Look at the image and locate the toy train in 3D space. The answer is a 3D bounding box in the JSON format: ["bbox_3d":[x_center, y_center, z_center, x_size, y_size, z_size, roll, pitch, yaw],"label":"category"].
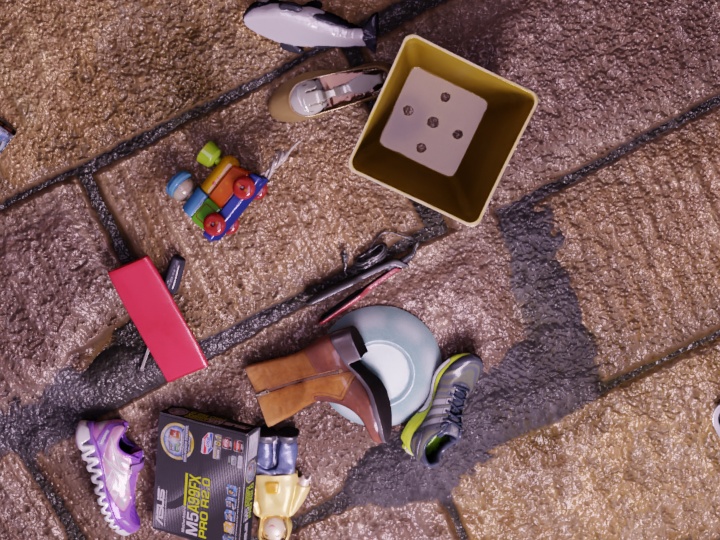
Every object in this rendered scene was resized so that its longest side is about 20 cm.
[{"bbox_3d":[-0.192,-0.152,1.546,0.116,0.085,0.200,41,99,5],"label":"toy train"}]

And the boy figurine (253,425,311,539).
[{"bbox_3d":[-0.142,0.350,1.658,0.124,0.064,0.201,4,99,-4],"label":"boy figurine"}]

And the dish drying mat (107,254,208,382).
[{"bbox_3d":[-0.311,0.075,1.601,0.076,0.018,0.201,-22,108,11],"label":"dish drying mat"}]

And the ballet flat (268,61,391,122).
[{"bbox_3d":[-0.043,-0.266,1.525,0.199,0.063,0.069,-17,101,4],"label":"ballet flat"}]

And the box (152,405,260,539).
[{"bbox_3d":[-0.244,0.328,1.634,0.159,0.044,0.201,11,103,19],"label":"box"}]

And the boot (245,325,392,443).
[{"bbox_3d":[-0.065,0.203,1.594,0.199,0.068,0.189,-24,95,20],"label":"boot"}]

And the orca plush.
[{"bbox_3d":[-0.066,-0.371,1.497,0.199,0.105,0.071,4,62,22],"label":"orca plush"}]

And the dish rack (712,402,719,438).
[{"bbox_3d":[0.663,0.260,1.652,0.171,0.044,0.201,-29,101,7],"label":"dish rack"}]

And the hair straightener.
[{"bbox_3d":[0.000,0.000,1.593,0.199,0.041,0.077,-32,101,7],"label":"hair straightener"}]

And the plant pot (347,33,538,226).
[{"bbox_3d":[0.109,-0.205,1.481,0.199,0.176,0.201,24,101,-6],"label":"plant pot"}]

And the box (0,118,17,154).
[{"bbox_3d":[-0.630,-0.211,1.525,0.200,0.040,0.137,37,100,-21],"label":"box"}]

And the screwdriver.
[{"bbox_3d":[-0.309,0.069,1.620,0.029,0.028,0.201,6,111,-31],"label":"screwdriver"}]

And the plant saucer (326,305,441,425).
[{"bbox_3d":[0.030,0.157,1.628,0.200,0.039,0.202,0,103,0],"label":"plant saucer"}]

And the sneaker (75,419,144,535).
[{"bbox_3d":[-0.379,0.322,1.646,0.088,0.080,0.201,-18,101,-4],"label":"sneaker"}]

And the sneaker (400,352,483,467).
[{"bbox_3d":[0.139,0.220,1.613,0.074,0.081,0.201,18,106,-29],"label":"sneaker"}]
